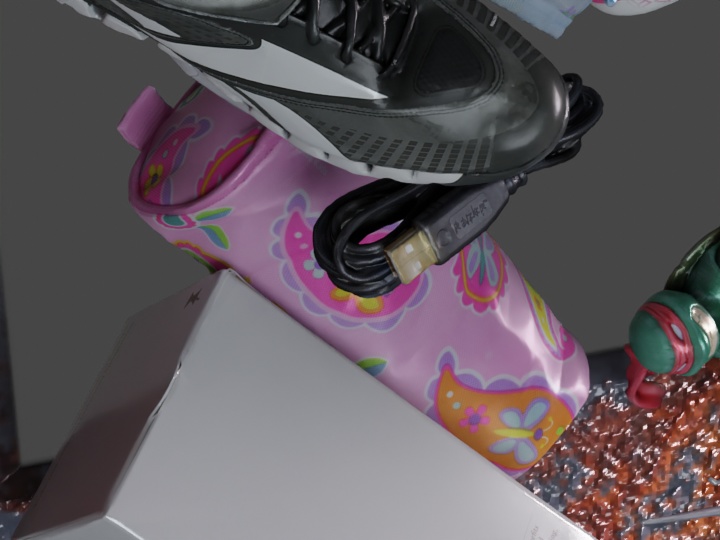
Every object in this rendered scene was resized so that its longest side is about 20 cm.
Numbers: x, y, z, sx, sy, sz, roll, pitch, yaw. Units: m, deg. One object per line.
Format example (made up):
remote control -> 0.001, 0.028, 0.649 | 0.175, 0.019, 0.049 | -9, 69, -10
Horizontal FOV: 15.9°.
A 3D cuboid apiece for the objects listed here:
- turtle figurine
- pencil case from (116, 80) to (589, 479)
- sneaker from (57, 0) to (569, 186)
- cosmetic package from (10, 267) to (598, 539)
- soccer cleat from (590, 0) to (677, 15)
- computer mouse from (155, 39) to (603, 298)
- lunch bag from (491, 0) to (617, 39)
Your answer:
turtle figurine -> 0.177, 0.012, 1.011 | 0.200, 0.101, 0.150 | -25, 141, -24
pencil case -> 0.000, 0.000, 0.949 | 0.087, 0.087, 0.200 | -43, 124, 6
sneaker -> -0.029, -0.086, 0.789 | 0.200, 0.091, 0.067 | 28, 81, 6
cosmetic package -> -0.011, 0.103, 0.929 | 0.200, 0.085, 0.108 | 37, 61, -17
soccer cleat -> 0.169, -0.152, 0.929 | 0.200, 0.070, 0.086 | -44, 124, 7
computer mouse -> -0.024, -0.084, 0.863 | 0.110, 0.200, 0.044 | -43, 171, -16
lunch bag -> 0.036, -0.191, 0.825 | 0.200, 0.127, 0.170 | 30, 105, -20
